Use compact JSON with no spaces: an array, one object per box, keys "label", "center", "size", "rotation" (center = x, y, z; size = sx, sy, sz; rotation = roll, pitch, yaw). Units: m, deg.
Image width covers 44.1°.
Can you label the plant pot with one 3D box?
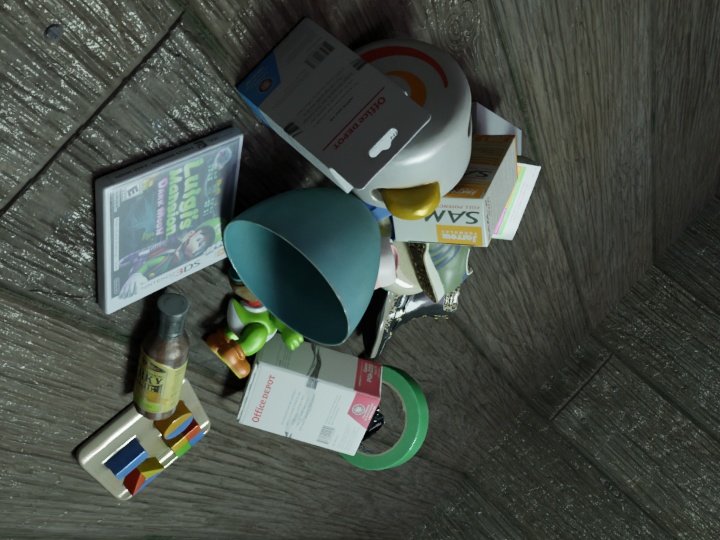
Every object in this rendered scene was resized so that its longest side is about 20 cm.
[{"label":"plant pot","center":[-0.051,-0.025,1.105],"size":[0.135,0.200,0.200],"rotation":[-46,157,-27]}]

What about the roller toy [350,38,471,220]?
[{"label":"roller toy","center":[0.048,-0.174,1.088],"size":[0.183,0.200,0.140],"rotation":[-47,157,-15]}]

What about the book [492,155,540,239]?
[{"label":"book","center":[0.163,-0.118,1.364],"size":[0.199,0.048,0.134],"rotation":[5,114,-23]}]

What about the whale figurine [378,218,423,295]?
[{"label":"whale figurine","center":[0.078,-0.060,1.431],"size":[0.159,0.104,0.201],"rotation":[27,82,-27]}]

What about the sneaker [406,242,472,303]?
[{"label":"sneaker","center":[0.121,-0.048,1.337],"size":[0.090,0.067,0.201],"rotation":[-30,132,-15]}]

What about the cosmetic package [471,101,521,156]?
[{"label":"cosmetic package","center":[0.177,-0.211,1.363],"size":[0.200,0.082,0.051],"rotation":[8,85,-62]}]

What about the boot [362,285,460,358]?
[{"label":"boot","center":[0.088,0.077,1.604],"size":[0.150,0.073,0.201],"rotation":[-3,129,-21]}]

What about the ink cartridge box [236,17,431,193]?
[{"label":"ink cartridge box","center":[-0.023,-0.169,0.965],"size":[0.116,0.200,0.067],"rotation":[-46,156,-4]}]

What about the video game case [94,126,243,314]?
[{"label":"video game case","center":[-0.220,-0.056,1.024],"size":[0.182,0.023,0.200],"rotation":[-30,150,-35]}]

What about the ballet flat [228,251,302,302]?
[{"label":"ballet flat","center":[-0.090,-0.023,1.221],"size":[0.200,0.068,0.072],"rotation":[-39,139,-15]}]

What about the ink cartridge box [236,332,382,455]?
[{"label":"ink cartridge box","center":[-0.081,0.195,1.408],"size":[0.085,0.199,0.146],"rotation":[-84,-167,-52]}]

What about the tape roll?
[{"label":"tape roll","center":[0.031,0.281,1.716],"size":[0.201,0.200,0.048],"rotation":[-53,154,12]}]

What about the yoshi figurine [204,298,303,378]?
[{"label":"yoshi figurine","center":[-0.120,0.067,1.285],"size":[0.200,0.112,0.112],"rotation":[-46,171,-10]}]

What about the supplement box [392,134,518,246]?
[{"label":"supplement box","center":[0.131,-0.114,1.198],"size":[0.200,0.126,0.074],"rotation":[-58,145,-52]}]

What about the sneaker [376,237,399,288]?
[{"label":"sneaker","center":[0.000,0.000,1.291],"size":[0.104,0.076,0.200],"rotation":[-12,176,-11]}]

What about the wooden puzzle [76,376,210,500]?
[{"label":"wooden puzzle","center":[-0.307,0.257,1.315],"size":[0.185,0.046,0.200],"rotation":[-39,154,-17]}]

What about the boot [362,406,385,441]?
[{"label":"boot","center":[-0.055,0.223,1.530],"size":[0.077,0.168,0.200],"rotation":[-54,154,13]}]

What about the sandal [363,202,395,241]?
[{"label":"sandal","center":[0.029,-0.110,1.277],"size":[0.079,0.087,0.200],"rotation":[-30,148,-31]}]

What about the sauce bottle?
[{"label":"sauce bottle","center":[-0.258,0.112,1.163],"size":[0.065,0.065,0.200],"rotation":[-25,145,-40]}]
